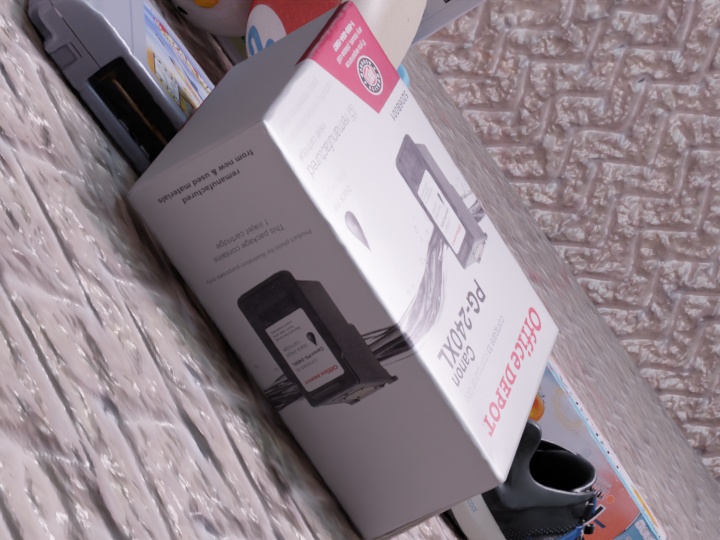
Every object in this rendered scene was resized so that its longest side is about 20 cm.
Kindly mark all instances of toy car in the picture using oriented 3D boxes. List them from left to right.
[{"bbox_3d":[-0.065,-0.180,1.353,0.198,0.186,0.177,18,34,10],"label":"toy car"}]

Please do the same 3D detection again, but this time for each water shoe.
[{"bbox_3d":[0.111,0.148,1.241,0.200,0.079,0.072,49,11,-42],"label":"water shoe"}]

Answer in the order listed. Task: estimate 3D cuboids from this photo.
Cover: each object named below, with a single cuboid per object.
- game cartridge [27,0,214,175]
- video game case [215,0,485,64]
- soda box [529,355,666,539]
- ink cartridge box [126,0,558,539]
[{"bbox_3d":[-0.092,-0.074,1.064,0.201,0.041,0.133,53,13,-24],"label":"game cartridge"},{"bbox_3d":[-0.037,-0.221,1.429,0.201,0.181,0.022,54,21,-16],"label":"video game case"},{"bbox_3d":[0.141,0.128,1.547,0.201,0.063,0.068,57,8,8],"label":"soda box"},{"bbox_3d":[0.000,0.000,0.994,0.201,0.083,0.145,56,29,-16],"label":"ink cartridge box"}]
